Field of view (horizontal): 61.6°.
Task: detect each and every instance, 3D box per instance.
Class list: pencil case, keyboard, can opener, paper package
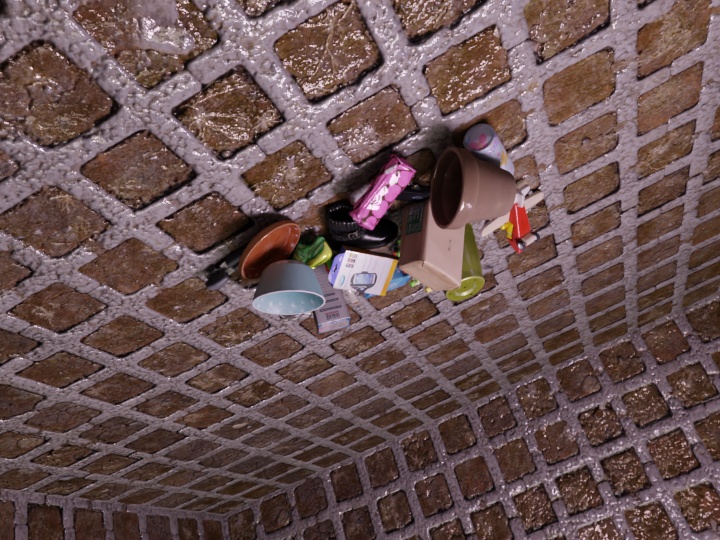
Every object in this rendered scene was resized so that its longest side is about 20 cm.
[{"bbox_3d":[0.051,-0.198,1.521,0.201,0.090,0.094,-54,177,11],"label":"pencil case"},{"bbox_3d":[0.338,-0.300,1.582,0.090,0.084,0.200,14,167,33],"label":"pencil case"},{"bbox_3d":[0.168,-0.213,1.640,0.197,0.021,0.127,1,168,-24],"label":"keyboard"},{"bbox_3d":[-0.343,-0.013,1.663,0.199,0.067,0.053,-35,147,14],"label":"can opener"},{"bbox_3d":[0.203,-0.070,1.703,0.102,0.203,0.190,-11,150,40],"label":"paper package"}]

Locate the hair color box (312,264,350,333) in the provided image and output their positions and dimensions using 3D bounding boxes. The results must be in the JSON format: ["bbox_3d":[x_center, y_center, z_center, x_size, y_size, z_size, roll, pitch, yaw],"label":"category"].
[{"bbox_3d":[-0.104,0.078,1.798,0.098,0.202,0.061,-12,149,-11],"label":"hair color box"}]

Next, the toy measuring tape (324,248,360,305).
[{"bbox_3d":[-0.050,0.011,1.763,0.073,0.074,0.201,-25,123,10],"label":"toy measuring tape"}]

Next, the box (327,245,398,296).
[{"bbox_3d":[0.000,0.000,1.710,0.197,0.042,0.121,11,112,-28],"label":"box"}]

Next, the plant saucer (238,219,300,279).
[{"bbox_3d":[-0.245,-0.059,1.609,0.200,0.032,0.201,-41,163,-15],"label":"plant saucer"}]

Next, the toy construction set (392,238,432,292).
[{"bbox_3d":[0.165,-0.034,1.824,0.091,0.203,0.131,-17,-171,-18],"label":"toy construction set"}]

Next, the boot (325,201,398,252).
[{"bbox_3d":[0.008,-0.128,1.662,0.207,0.080,0.159,-14,148,-8],"label":"boot"}]

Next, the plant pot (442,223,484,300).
[{"bbox_3d":[0.292,-0.020,1.877,0.197,0.195,0.202,-14,148,-9],"label":"plant pot"}]

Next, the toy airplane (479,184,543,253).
[{"bbox_3d":[0.454,-0.170,1.819,0.198,0.141,0.202,17,96,-33],"label":"toy airplane"}]

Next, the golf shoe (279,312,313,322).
[{"bbox_3d":[-0.170,0.107,1.927,0.197,0.079,0.095,-17,149,-6],"label":"golf shoe"}]

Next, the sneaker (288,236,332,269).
[{"bbox_3d":[-0.156,-0.043,1.713,0.198,0.085,0.074,-22,172,39],"label":"sneaker"}]

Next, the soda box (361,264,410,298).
[{"bbox_3d":[0.076,0.021,1.879,0.198,0.068,0.064,-16,152,-48],"label":"soda box"}]

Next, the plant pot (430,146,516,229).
[{"bbox_3d":[0.290,-0.197,1.515,0.171,0.203,0.201,4,143,-17],"label":"plant pot"}]

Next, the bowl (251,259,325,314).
[{"bbox_3d":[-0.197,0.041,1.644,0.197,0.107,0.201,-5,159,-2],"label":"bowl"}]

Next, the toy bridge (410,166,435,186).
[{"bbox_3d":[0.204,-0.250,1.635,0.196,0.028,0.068,-8,148,-16],"label":"toy bridge"}]
